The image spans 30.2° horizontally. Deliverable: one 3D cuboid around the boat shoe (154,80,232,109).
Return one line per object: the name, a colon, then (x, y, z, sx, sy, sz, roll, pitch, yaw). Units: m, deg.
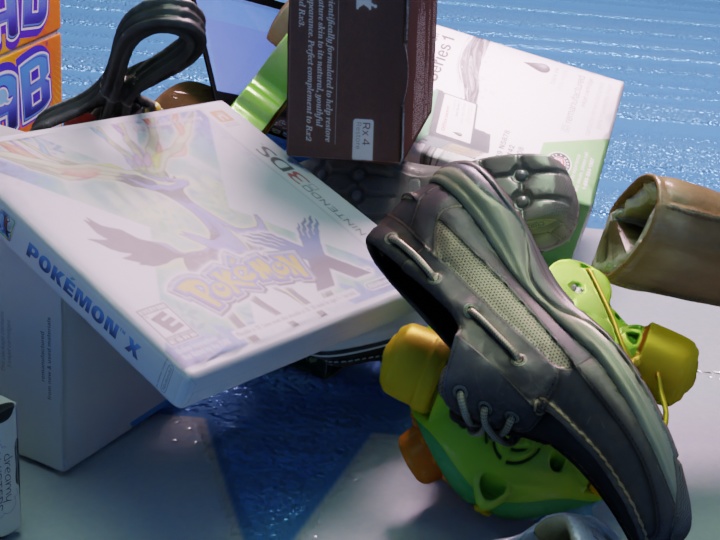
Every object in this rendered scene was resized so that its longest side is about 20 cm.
boat shoe: (-0.168, -0.093, 1.076, 0.073, 0.063, 0.200, 32, 34, 15)

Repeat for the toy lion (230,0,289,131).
toy lion: (-0.083, -0.098, 0.941, 0.068, 0.201, 0.192, 36, 12, -5)

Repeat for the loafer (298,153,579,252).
loafer: (0.032, -0.031, 0.804, 0.197, 0.070, 0.071, 2, 66, 17)

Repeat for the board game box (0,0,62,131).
board game box: (-0.370, -0.180, 1.047, 0.197, 0.203, 0.200, 11, 24, 14)

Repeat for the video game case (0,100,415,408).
video game case: (-0.079, -0.021, 0.675, 0.182, 0.022, 0.199, 39, 33, 23)

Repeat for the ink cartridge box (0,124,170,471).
ink cartridge box: (-0.202, 0.002, 0.750, 0.198, 0.127, 0.128, 16, 25, 25)

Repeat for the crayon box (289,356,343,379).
crayon box: (-0.023, -0.004, 0.895, 0.124, 0.052, 0.200, 16, 25, 25)

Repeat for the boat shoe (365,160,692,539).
boat shoe: (0.068, 0.044, 0.584, 0.073, 0.075, 0.201, -29, 59, -6)

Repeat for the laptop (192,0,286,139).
laptop: (-0.035, -0.166, 1.143, 0.198, 0.105, 0.176, 23, 13, 34)

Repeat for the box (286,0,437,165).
box: (0.005, -0.132, 0.826, 0.074, 0.102, 0.200, 3, 14, 5)

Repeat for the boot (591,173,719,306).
boot: (0.226, 0.008, 0.761, 0.197, 0.176, 0.067, 11, 64, -8)

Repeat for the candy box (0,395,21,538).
candy box: (-0.278, 0.097, 0.586, 0.166, 0.073, 0.199, 18, 27, 29)

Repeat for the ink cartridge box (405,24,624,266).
ink cartridge box: (0.080, -0.096, 0.990, 0.197, 0.085, 0.147, 18, 49, 5)

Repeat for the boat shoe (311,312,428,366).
boat shoe: (0.044, 0.037, 0.784, 0.198, 0.072, 0.072, -11, 14, -42)

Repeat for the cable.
cable: (-0.142, -0.107, 0.773, 0.096, 0.200, 0.051, 9, 61, -11)

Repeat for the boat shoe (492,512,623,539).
boat shoe: (0.091, 0.138, 0.565, 0.197, 0.070, 0.071, -4, 24, -20)

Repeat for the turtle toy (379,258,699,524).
turtle toy: (0.092, 0.059, 0.692, 0.144, 0.102, 0.200, 24, 40, 10)
